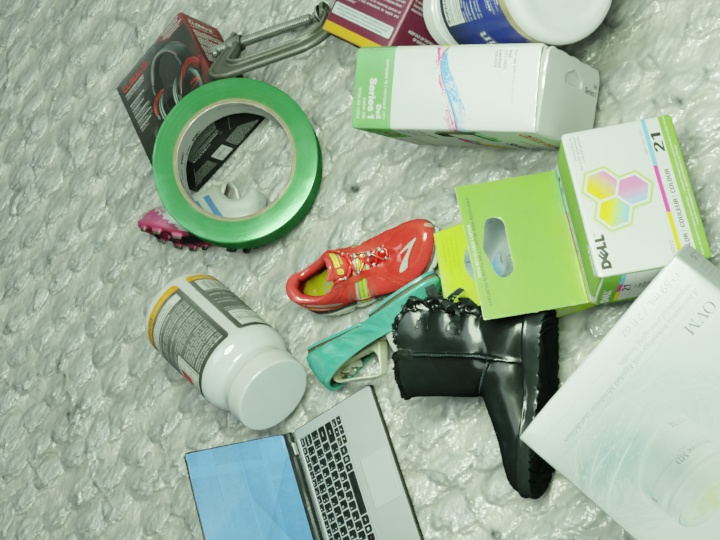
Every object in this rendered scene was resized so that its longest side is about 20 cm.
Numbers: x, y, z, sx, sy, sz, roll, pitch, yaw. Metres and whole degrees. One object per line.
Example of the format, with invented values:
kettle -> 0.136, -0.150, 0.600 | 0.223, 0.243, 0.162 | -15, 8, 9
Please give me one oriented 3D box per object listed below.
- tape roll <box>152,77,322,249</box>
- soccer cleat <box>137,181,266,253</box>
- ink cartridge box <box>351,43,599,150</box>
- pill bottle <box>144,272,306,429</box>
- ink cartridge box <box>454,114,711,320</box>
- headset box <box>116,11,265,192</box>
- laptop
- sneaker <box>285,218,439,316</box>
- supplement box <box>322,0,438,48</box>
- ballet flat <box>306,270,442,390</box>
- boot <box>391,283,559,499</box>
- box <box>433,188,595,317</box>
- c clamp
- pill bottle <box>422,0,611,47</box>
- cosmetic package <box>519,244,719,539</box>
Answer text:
tape roll -> -0.147, -0.128, 1.385 | 0.200, 0.048, 0.201 | -1, 81, 5
soccer cleat -> -0.198, -0.072, 1.476 | 0.200, 0.070, 0.086 | 6, 72, 36
ink cartridge box -> 0.114, -0.168, 1.135 | 0.200, 0.145, 0.084 | 6, 91, 32
pill bottle -> -0.159, 0.095, 1.362 | 0.200, 0.116, 0.116 | 38, 104, 39
ink cartridge box -> 0.199, -0.046, 1.061 | 0.200, 0.076, 0.148 | -10, 69, 0
headset box -> -0.231, -0.229, 1.527 | 0.149, 0.075, 0.200 | -43, 56, 23
laptop -> -0.065, 0.245, 1.249 | 0.200, 0.116, 0.187 | -35, 60, 29
sneaker -> 0.000, 0.000, 1.274 | 0.200, 0.085, 0.077 | -28, 63, 32
supplement box -> 0.060, -0.323, 1.253 | 0.110, 0.086, 0.200 | 34, 102, 40
ballet flat -> 0.025, 0.075, 1.255 | 0.200, 0.067, 0.070 | -34, 75, 32
boot -> 0.110, 0.116, 1.134 | 0.162, 0.073, 0.199 | 3, 95, 31
box -> 0.172, -0.009, 1.158 | 0.200, 0.048, 0.122 | -22, 67, 35
c clamp -> -0.110, -0.290, 1.429 | 0.200, 0.027, 0.171 | -11, 30, 26
pill bottle -> 0.143, -0.265, 1.113 | 0.200, 0.116, 0.116 | 11, 86, 68
cosmetic package -> 0.277, 0.120, 0.947 | 0.200, 0.123, 0.199 | 40, 107, 11
